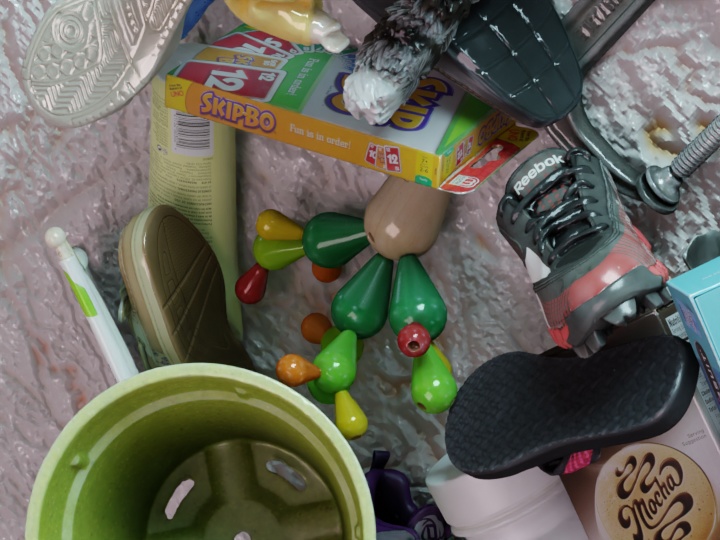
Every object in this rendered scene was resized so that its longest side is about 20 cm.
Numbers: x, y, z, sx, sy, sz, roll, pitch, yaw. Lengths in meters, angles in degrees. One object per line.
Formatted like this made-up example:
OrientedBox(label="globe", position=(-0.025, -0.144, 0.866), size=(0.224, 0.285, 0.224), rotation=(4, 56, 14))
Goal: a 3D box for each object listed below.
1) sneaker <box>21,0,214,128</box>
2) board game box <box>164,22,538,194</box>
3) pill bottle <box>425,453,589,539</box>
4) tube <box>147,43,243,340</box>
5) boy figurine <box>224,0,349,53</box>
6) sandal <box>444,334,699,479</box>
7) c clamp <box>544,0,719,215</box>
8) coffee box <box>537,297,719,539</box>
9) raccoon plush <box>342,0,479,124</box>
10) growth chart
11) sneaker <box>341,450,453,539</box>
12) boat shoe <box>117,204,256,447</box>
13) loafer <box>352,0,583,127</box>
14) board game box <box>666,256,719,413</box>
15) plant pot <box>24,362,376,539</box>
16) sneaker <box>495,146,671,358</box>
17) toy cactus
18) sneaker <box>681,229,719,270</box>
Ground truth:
OrientedBox(label="sneaker", position=(-0.108, -0.164, 1.481), size=(0.077, 0.111, 0.200), rotation=(43, 114, 9))
OrientedBox(label="board game box", position=(-0.004, -0.095, 1.467), size=(0.199, 0.096, 0.030), rotation=(20, 124, 23))
OrientedBox(label="pill bottle", position=(0.124, 0.189, 1.523), size=(0.114, 0.114, 0.200), rotation=(-23, 100, 39))
OrientedBox(label="tube", position=(-0.105, -0.046, 1.594), size=(0.058, 0.052, 0.201), rotation=(-122, 27, -47))
OrientedBox(label="boy figurine", position=(-0.037, -0.172, 1.326), size=(0.200, 0.064, 0.125), rotation=(-1, 113, 42))
OrientedBox(label="sandal", position=(0.117, 0.080, 1.392), size=(0.045, 0.075, 0.200), rotation=(29, 155, -31))
OrientedBox(label="c clamp", position=(0.185, -0.099, 1.386), size=(0.171, 0.027, 0.200), rotation=(51, 131, 1))
OrientedBox(label="coffee box", position=(0.185, 0.119, 1.448), size=(0.113, 0.080, 0.201), rotation=(-27, 88, 40))
OrientedBox(label="raccoon plush", position=(0.013, -0.195, 1.360), size=(0.134, 0.200, 0.097), rotation=(34, 161, 14))
OrientedBox(label="growth chart", position=(-0.157, 0.042, 1.609), size=(0.018, 0.200, 0.145), rotation=(-25, 90, -4))
OrientedBox(label="sneaker", position=(0.039, 0.200, 1.567), size=(0.200, 0.074, 0.088), rotation=(49, 134, 42))
OrientedBox(label="boat shoe", position=(-0.118, 0.040, 1.598), size=(0.062, 0.073, 0.200), rotation=(5, 135, 25))
OrientedBox(label="loafer", position=(0.044, -0.151, 1.433), size=(0.200, 0.073, 0.072), rotation=(48, 155, 10))
OrientedBox(label="board game box", position=(0.277, 0.034, 1.308), size=(0.199, 0.047, 0.151), rotation=(-25, 102, -4))
OrientedBox(label="plant pot", position=(-0.081, 0.160, 1.525), size=(0.199, 0.184, 0.201), rotation=(-1, 85, 6))
OrientedBox(label="sneaker", position=(0.115, -0.015, 1.374), size=(0.071, 0.200, 0.098), rotation=(-32, 98, 7))
OrientedBox(label="toy cactus", position=(0.000, 0.000, 1.509), size=(0.165, 0.102, 0.200), rotation=(-63, 34, 12))
OrientedBox(label="sneaker", position=(0.237, 0.056, 1.385), size=(0.060, 0.104, 0.200), rotation=(-8, 110, 35))
